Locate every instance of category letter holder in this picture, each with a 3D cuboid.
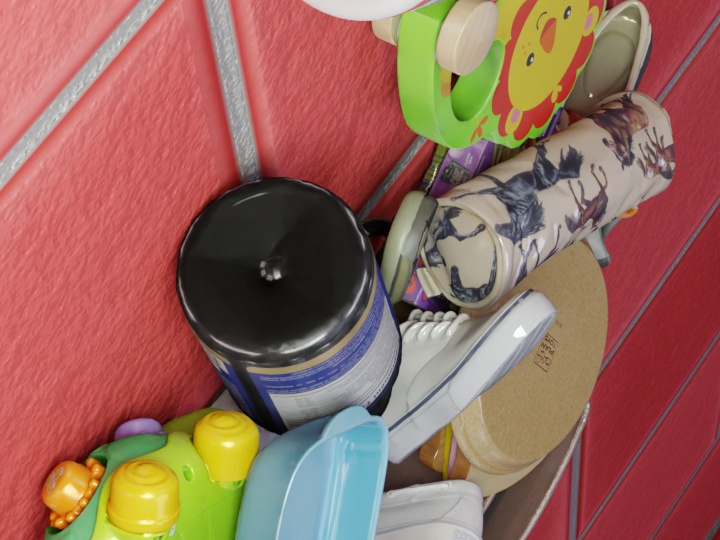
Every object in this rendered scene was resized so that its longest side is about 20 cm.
[{"bbox_3d":[0.067,0.145,1.716,0.200,0.142,0.101,-59,161,-3],"label":"letter holder"}]

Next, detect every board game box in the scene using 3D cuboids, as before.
[{"bbox_3d":[0.085,-0.061,1.571,0.200,0.032,0.120,-65,163,-3],"label":"board game box"}]

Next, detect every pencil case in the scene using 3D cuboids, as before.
[{"bbox_3d":[0.122,-0.046,1.512,0.200,0.078,0.089,-31,165,-37],"label":"pencil case"}]

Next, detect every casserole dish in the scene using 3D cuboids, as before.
[{"bbox_3d":[-0.036,0.167,1.312,0.121,0.039,0.200,-19,122,-58],"label":"casserole dish"}]

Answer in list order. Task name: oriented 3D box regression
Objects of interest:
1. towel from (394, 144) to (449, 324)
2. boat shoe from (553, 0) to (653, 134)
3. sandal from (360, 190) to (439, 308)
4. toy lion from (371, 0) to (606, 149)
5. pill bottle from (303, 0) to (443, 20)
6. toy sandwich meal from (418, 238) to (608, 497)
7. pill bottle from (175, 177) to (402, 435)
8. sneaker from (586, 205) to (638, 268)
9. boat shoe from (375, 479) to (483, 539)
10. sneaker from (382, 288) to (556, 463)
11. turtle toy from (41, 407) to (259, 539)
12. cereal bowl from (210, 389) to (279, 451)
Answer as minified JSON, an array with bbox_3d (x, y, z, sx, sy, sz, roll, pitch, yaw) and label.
[{"bbox_3d":[0.041,-0.008,1.614,0.200,0.023,0.144,-62,160,4],"label":"towel"},{"bbox_3d":[0.160,-0.109,1.688,0.200,0.071,0.063,-61,177,-16],"label":"boat shoe"},{"bbox_3d":[0.000,-0.001,1.458,0.201,0.057,0.080,117,-10,-61],"label":"sandal"},{"bbox_3d":[0.092,-0.148,1.438,0.200,0.069,0.192,-48,150,-31],"label":"toy lion"},{"bbox_3d":[0.039,-0.198,1.186,0.200,0.116,0.116,-26,141,-59],"label":"pill bottle"},{"bbox_3d":[0.102,0.055,1.605,0.205,0.070,0.205,-22,118,-48],"label":"toy sandwich meal"},{"bbox_3d":[-0.035,0.034,1.340,0.112,0.112,0.200,-55,161,-14],"label":"pill bottle"},{"bbox_3d":[0.187,-0.085,1.766,0.074,0.079,0.200,67,41,-62],"label":"sneaker"},{"bbox_3d":[0.001,0.186,1.602,0.072,0.200,0.069,40,48,-30],"label":"boat shoe"},{"bbox_3d":[0.050,0.057,1.463,0.073,0.071,0.200,-36,174,-42],"label":"sneaker"},{"bbox_3d":[-0.114,0.142,1.304,0.200,0.101,0.146,-31,133,-53],"label":"turtle toy"},{"bbox_3d":[-0.060,0.157,1.504,0.200,0.083,0.200,-51,160,-26],"label":"cereal bowl"}]
